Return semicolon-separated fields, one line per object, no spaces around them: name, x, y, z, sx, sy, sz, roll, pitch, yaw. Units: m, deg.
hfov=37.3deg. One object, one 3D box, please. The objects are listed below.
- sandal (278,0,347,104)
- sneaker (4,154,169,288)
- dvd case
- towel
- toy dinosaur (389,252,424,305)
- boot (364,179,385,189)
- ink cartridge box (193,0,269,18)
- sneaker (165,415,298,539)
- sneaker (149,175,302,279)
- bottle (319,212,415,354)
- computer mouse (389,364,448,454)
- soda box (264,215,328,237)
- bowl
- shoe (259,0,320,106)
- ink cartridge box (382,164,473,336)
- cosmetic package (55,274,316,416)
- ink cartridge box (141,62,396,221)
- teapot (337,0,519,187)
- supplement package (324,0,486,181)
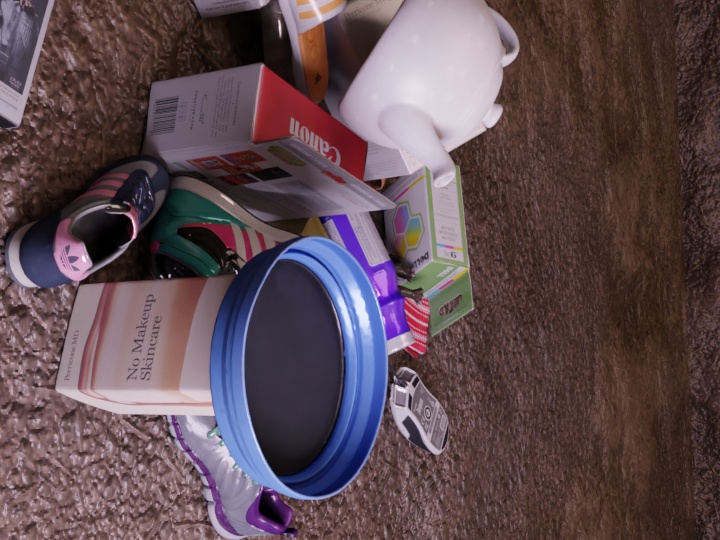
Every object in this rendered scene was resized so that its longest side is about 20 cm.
sandal;-0.040;-0.266;1.106;0.079;0.059;0.207;-61;151;-44
sneaker;-0.207;-0.044;0.911;0.200;0.082;0.070;-52;130;-50
dvd case;-0.300;-0.233;0.827;0.150;0.025;0.200;37;56;-54
towel;0.067;0.000;1.447;0.145;0.022;0.200;45;50;-48
toy dinosaur;0.012;0.012;1.291;0.102;0.077;0.200;8;64;-28
boot;0.011;-0.213;1.325;0.200;0.074;0.155;52;51;-37
ink cartridge box;-0.136;-0.379;1.067;0.145;0.083;0.200;-60;137;-43
sneaker;-0.118;0.175;1.037;0.074;0.087;0.200;-52;131;-49
sneaker;-0.115;0.007;1.010;0.200;0.084;0.121;30;59;-10
bottle;0.000;0.000;1.209;0.065;0.084;0.200;-22;83;-26
computer mouse;0.054;0.169;1.389;0.200;0.044;0.110;57;36;-33
soda box;-0.096;0.027;1.112;0.064;0.068;0.200;61;38;-36
bowl;-0.045;0.074;0.824;0.201;0.039;0.201;9;79;-58
shoe;-0.079;-0.233;1.186;0.070;0.053;0.200;-66;156;-57
ink cartridge box;0.083;-0.029;1.344;0.059;0.104;0.200;9;63;-27
cosmetic package;-0.145;0.064;0.891;0.087;0.200;0.103;34;57;-53
ink cartridge box;-0.080;-0.120;1.048;0.200;0.175;0.084;28;63;-57
teapot;0.081;-0.197;1.080;0.200;0.146;0.197;-58;-174;5
supplement package;0.032;-0.220;1.234;0.121;0.120;0.200;-32;104;-23
